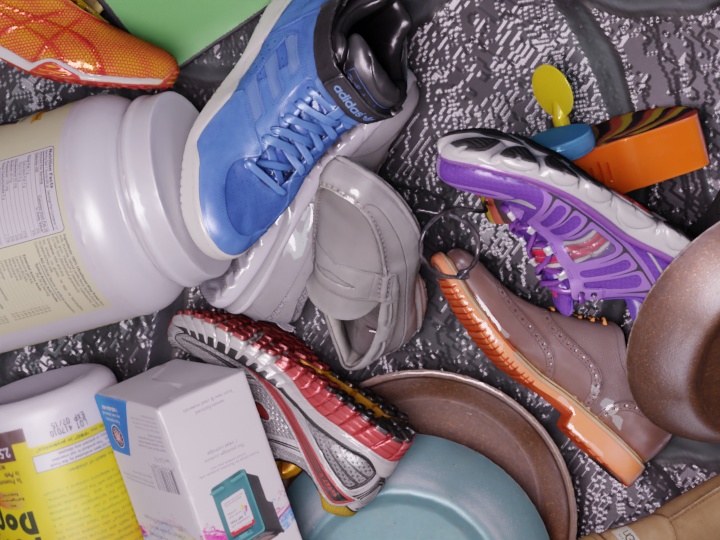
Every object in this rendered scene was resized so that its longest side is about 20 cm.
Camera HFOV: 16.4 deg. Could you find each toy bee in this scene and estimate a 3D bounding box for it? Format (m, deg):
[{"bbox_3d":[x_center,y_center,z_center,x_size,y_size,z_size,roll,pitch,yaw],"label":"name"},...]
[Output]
[{"bbox_3d":[0.116,-0.067,1.600,0.199,0.109,0.132,0,102,-19],"label":"toy bee"}]

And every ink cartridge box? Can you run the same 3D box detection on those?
[{"bbox_3d":[-0.093,0.164,1.612,0.067,0.116,0.201,-23,103,-24],"label":"ink cartridge box"}]

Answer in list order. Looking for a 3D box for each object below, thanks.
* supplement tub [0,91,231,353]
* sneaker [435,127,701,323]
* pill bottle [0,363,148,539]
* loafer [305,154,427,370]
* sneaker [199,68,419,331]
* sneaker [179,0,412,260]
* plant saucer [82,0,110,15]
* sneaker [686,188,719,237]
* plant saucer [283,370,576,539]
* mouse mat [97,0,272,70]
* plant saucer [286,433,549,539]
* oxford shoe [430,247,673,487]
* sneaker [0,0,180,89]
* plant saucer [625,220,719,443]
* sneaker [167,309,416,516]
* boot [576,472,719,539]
[{"bbox_3d":[-0.195,-0.031,1.610,0.199,0.145,0.146,-15,100,19],"label":"supplement tub"},{"bbox_3d":[0.125,-0.020,1.515,0.199,0.081,0.084,29,97,-24],"label":"sneaker"},{"bbox_3d":[-0.190,0.172,1.682,0.109,0.109,0.201,-15,99,11],"label":"pill bottle"},{"bbox_3d":[0.000,0.000,1.580,0.070,0.200,0.070,31,68,26],"label":"loafer"},{"bbox_3d":[-0.023,-0.050,1.643,0.082,0.075,0.200,31,102,-35],"label":"sneaker"},{"bbox_3d":[-0.033,-0.098,1.556,0.111,0.201,0.077,-4,141,45],"label":"sneaker"},{"bbox_3d":[-0.216,-0.265,1.624,0.200,0.048,0.200,41,104,-2],"label":"plant saucer"},{"bbox_3d":[0.243,-0.019,1.587,0.076,0.091,0.201,18,105,2],"label":"sneaker"},{"bbox_3d":[0.047,0.161,1.675,0.199,0.037,0.202,2,102,8],"label":"plant saucer"},{"bbox_3d":[-0.092,-0.234,1.592,0.200,0.008,0.161,-34,120,6],"label":"mouse mat"},{"bbox_3d":[0.029,0.208,1.645,0.199,0.036,0.201,2,103,9],"label":"plant saucer"},{"bbox_3d":[0.128,0.049,1.639,0.073,0.071,0.200,-45,99,-4],"label":"oxford shoe"},{"bbox_3d":[-0.207,-0.164,1.585,0.199,0.073,0.077,20,94,1],"label":"sneaker"},{"bbox_3d":[0.264,0.040,1.565,0.199,0.037,0.201,-13,130,-16],"label":"plant saucer"},{"bbox_3d":[-0.060,0.089,1.629,0.200,0.078,0.082,35,103,34],"label":"sneaker"},{"bbox_3d":[0.227,0.191,1.620,0.199,0.175,0.066,-24,60,-18],"label":"boot"}]
